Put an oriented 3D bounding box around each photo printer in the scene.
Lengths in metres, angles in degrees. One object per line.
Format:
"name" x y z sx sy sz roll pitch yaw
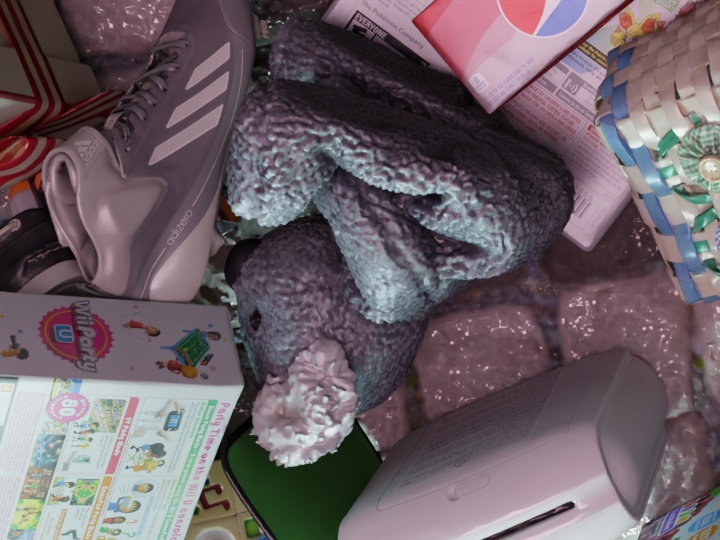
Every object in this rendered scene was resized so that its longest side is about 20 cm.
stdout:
"photo printer" 0.079 0.117 1.299 0.166 0.200 0.069 -24 97 16

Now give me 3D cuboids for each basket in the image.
"basket" 0.235 -0.073 1.244 0.200 0.139 0.176 -23 114 17

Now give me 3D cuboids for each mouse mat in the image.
"mouse mat" 0.001 0.156 1.347 0.008 0.161 0.200 -29 95 25

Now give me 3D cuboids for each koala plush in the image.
"koala plush" 0.000 0.000 1.298 0.184 0.177 0.200 22 112 -2

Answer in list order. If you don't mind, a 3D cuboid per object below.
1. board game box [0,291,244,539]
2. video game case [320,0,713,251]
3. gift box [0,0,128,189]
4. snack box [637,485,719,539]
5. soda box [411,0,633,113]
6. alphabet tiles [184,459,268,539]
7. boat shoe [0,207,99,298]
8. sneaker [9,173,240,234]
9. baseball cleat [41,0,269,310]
"board game box" -0.179 0.084 1.284 0.200 0.064 0.148 4 134 -21
"video game case" 0.100 -0.140 1.328 0.200 0.022 0.182 37 108 3
"gift box" -0.249 -0.118 1.333 0.184 0.200 0.187 -27 81 20
"snack box" 0.210 0.154 1.277 0.142 0.200 0.053 -28 95 17
"soda box" 0.126 -0.172 1.270 0.200 0.063 0.070 -40 91 19
"alphabet tiles" -0.094 0.196 1.386 0.200 0.006 0.167 -11 87 -19
"boat shoe" -0.230 0.047 1.340 0.200 0.076 0.060 -39 64 7
"sneaker" -0.110 0.013 1.383 0.112 0.078 0.200 -25 106 7
"baseball cleat" -0.112 -0.080 1.296 0.070 0.106 0.200 -14 66 52
